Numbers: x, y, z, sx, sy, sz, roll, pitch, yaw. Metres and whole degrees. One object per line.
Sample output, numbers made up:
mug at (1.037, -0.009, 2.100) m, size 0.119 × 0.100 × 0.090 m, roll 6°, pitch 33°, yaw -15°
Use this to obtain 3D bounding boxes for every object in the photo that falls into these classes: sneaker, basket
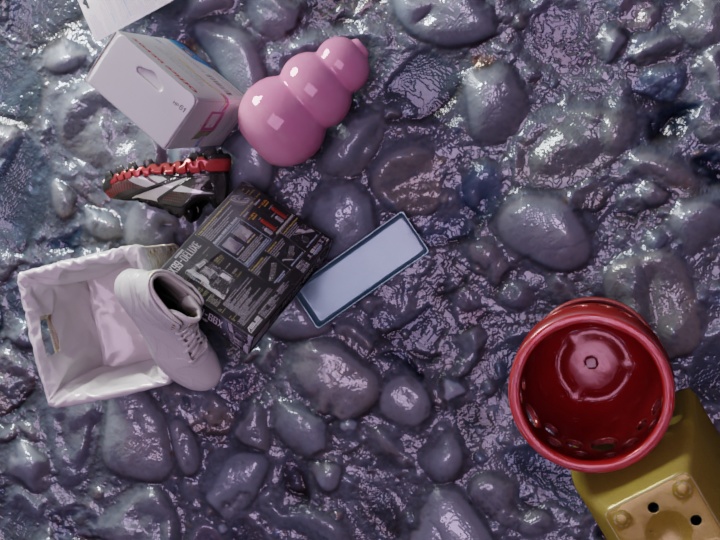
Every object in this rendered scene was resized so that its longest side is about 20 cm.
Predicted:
sneaker at (-0.231, 0.081, 1.384) m, size 0.115 × 0.074 × 0.200 m, roll -4°, pitch 128°, yaw 54°
basket at (-0.346, 0.069, 1.520) m, size 0.198 × 0.161 × 0.200 m, roll -12°, pitch 94°, yaw 16°
sneaker at (-0.276, -0.113, 1.525) m, size 0.199 × 0.071 × 0.099 m, roll -7°, pitch 93°, yaw 13°

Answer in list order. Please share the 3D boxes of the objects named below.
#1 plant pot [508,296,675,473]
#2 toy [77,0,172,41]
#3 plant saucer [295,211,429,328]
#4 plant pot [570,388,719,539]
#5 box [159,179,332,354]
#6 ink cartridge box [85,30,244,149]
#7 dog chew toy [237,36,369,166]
plant pot at (0.295, 0.137, 1.361) m, size 0.199 × 0.182 × 0.202 m, roll 2°, pitch 97°, yaw 13°
toy at (-0.305, -0.417, 1.505) m, size 0.199 × 0.047 × 0.116 m, roll -26°, pitch 87°, yaw 12°
plant saucer at (0.000, 0.000, 1.501) m, size 0.199 × 0.019 × 0.070 m, roll -35°, pitch 88°, yaw 15°
plant pot at (0.386, 0.296, 1.352) m, size 0.193 × 0.200 × 0.196 m, roll -31°, pitch 89°, yaw 15°
box at (-0.157, -0.009, 1.456) m, size 0.157 × 0.200 × 0.050 m, roll 33°, pitch 147°, yaw 7°
ink cartridge box at (-0.254, -0.241, 1.436) m, size 0.144 × 0.200 × 0.085 m, roll 40°, pitch 104°, yaw 6°
dog chew toy at (-0.070, -0.235, 1.438) m, size 0.200 × 0.125 × 0.125 m, roll -42°, pitch 86°, yaw 7°
